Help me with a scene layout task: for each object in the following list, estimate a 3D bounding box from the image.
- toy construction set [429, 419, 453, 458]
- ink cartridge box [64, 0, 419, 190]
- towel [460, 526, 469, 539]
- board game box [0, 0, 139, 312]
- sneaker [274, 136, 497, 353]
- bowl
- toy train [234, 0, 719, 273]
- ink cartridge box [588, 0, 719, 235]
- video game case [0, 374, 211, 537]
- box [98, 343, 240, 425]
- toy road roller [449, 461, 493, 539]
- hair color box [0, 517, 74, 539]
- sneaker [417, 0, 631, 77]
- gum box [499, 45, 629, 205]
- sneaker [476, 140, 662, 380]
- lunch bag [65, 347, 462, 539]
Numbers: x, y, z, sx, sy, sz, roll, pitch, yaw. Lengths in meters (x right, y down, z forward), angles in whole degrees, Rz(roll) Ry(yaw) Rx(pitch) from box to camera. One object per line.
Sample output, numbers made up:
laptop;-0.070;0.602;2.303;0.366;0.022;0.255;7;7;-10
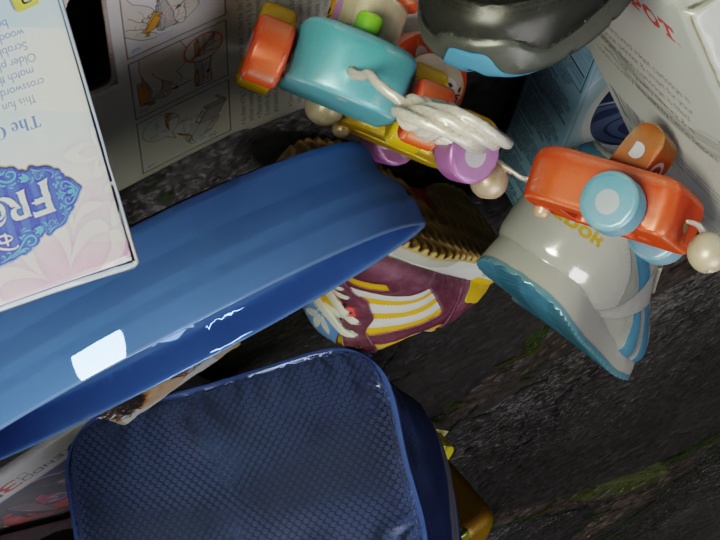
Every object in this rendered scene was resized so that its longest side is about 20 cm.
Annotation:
toy construction set;-0.032;0.159;1.051;0.200;0.092;0.131;-27;153;-6
ink cartridge box;-0.044;-0.114;0.605;0.176;0.045;0.200;-24;156;-15
towel;-0.017;0.220;1.056;0.200;0.018;0.086;-35;153;-13
board game box;-0.173;-0.063;0.413;0.199;0.041;0.200;-20;111;-19
sneaker;0.000;0.000;0.849;0.090;0.075;0.200;-44;153;17
bowl;-0.072;0.013;0.644;0.200;0.039;0.201;-28;177;-2
toy train;0.047;-0.058;0.628;0.200;0.150;0.056;23;87;-58
ink cartridge box;0.145;-0.084;0.670;0.083;0.145;0.200;-35;133;0
video game case;-0.146;0.119;0.990;0.182;0.023;0.200;-33;157;10
box;-0.131;0.013;0.759;0.075;0.050;0.200;-35;155;13
toy road roller;0.010;0.197;1.210;0.146;0.123;0.200;-34;158;-17
hair color box;-0.206;0.200;0.934;0.200;0.102;0.061;-11;150;-37
sneaker;0.065;-0.153;0.549;0.200;0.073;0.082;-65;154;-18
gum box;0.162;-0.112;0.845;0.169;0.045;0.200;-20;156;-18
sneaker;0.117;-0.003;0.866;0.081;0.076;0.200;-54;164;-1
lunch bag;-0.050;0.135;0.910;0.199;0.136;0.132;-15;157;10
